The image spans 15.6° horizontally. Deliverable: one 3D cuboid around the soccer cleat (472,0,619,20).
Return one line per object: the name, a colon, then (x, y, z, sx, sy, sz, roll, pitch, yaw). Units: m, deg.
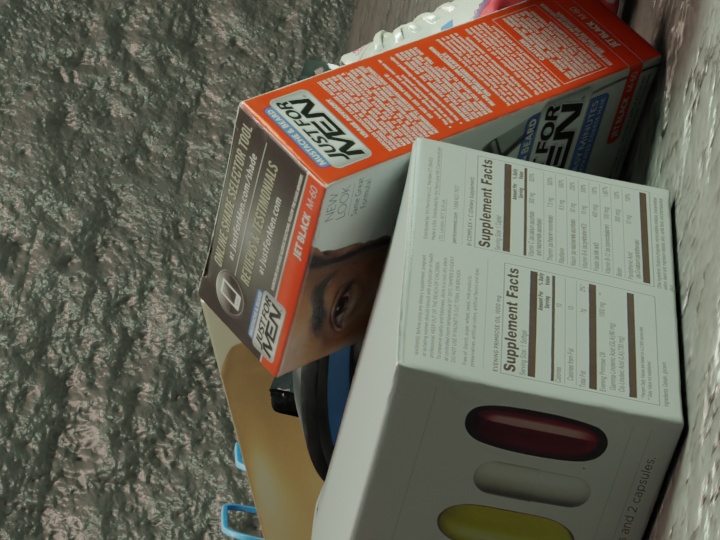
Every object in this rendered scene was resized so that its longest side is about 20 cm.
soccer cleat: (0.101, -0.163, 1.288, 0.077, 0.066, 0.201, -96, 25, -62)

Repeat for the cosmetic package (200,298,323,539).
cosmetic package: (-0.024, 0.077, 1.618, 0.105, 0.071, 0.201, -50, -43, -43)

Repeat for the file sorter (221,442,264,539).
file sorter: (-0.029, 0.142, 1.853, 0.139, 0.122, 0.201, -123, 45, -85)

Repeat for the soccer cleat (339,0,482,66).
soccer cleat: (0.042, -0.127, 1.548, 0.200, 0.086, 0.070, -54, -6, -20)

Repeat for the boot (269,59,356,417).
boot: (0.000, 0.000, 1.413, 0.200, 0.076, 0.169, 43, -112, -55)

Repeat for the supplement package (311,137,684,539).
supplement package: (0.048, 0.079, 1.057, 0.156, 0.110, 0.201, -84, 6, -55)

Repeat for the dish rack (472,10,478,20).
dish rack: (0.088, -0.155, 1.424, 0.200, 0.043, 0.173, 133, 160, -83)

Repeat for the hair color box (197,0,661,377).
hair color box: (0.031, -0.042, 1.146, 0.064, 0.199, 0.111, 45, 139, 30)

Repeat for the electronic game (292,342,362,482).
electronic game: (0.022, 0.016, 1.324, 0.200, 0.041, 0.201, -44, -39, -50)
